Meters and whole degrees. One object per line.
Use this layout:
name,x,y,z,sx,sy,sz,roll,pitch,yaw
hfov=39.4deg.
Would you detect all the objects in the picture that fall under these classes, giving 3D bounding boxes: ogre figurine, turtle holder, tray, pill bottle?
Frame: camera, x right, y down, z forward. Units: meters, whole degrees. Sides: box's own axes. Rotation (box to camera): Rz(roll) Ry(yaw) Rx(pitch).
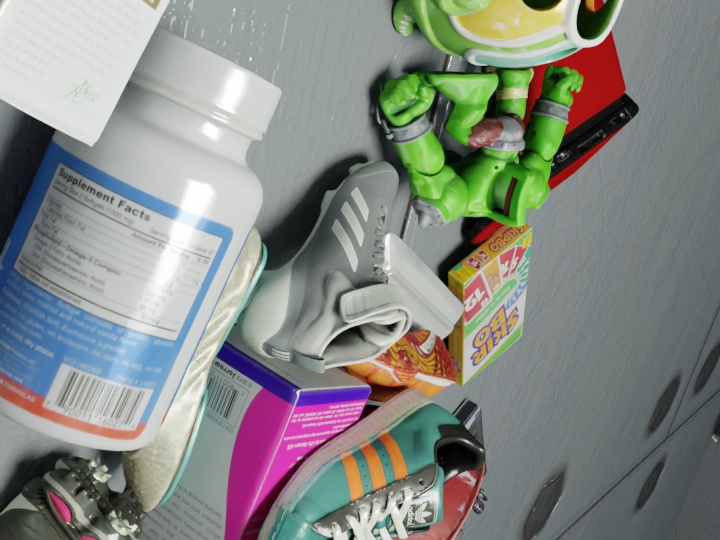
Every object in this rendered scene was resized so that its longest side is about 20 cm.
ogre figurine,0.097,-0.099,0.797,0.200,0.098,0.120,-22,117,-55
turtle holder,0.103,-0.212,0.690,0.141,0.132,0.185,-62,151,1
tray,0.023,0.041,0.844,0.107,0.022,0.200,-38,151,6
pill bottle,-0.118,-0.019,0.521,0.112,0.112,0.200,19,97,-60

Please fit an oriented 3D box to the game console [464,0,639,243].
game console,0.166,-0.145,0.963,0.200,0.119,0.172,-34,171,-40

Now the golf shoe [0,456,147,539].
golf shoe,-0.141,0.209,0.610,0.088,0.200,0.077,-41,175,0

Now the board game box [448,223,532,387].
board game box,0.129,0.042,1.025,0.095,0.030,0.200,-37,150,-22

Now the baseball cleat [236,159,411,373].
baseball cleat,0.000,0.000,0.700,0.200,0.106,0.070,-54,158,-38

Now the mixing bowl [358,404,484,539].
mixing bowl,-0.004,0.185,0.831,0.200,0.108,0.200,-46,-171,9

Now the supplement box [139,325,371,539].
supplement box,-0.090,0.150,0.714,0.103,0.101,0.200,9,107,-60

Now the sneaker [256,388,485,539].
sneaker,0.013,0.155,0.695,0.200,0.080,0.072,-35,142,-41

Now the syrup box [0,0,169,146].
syrup box,-0.117,-0.167,0.433,0.200,0.079,0.081,-62,150,-1

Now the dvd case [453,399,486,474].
dvd case,0.077,0.262,1.151,0.200,0.025,0.151,-45,147,-26

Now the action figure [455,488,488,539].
action figure,0.084,0.285,1.088,0.130,0.069,0.200,-66,156,-12

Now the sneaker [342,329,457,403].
sneaker,0.011,0.074,0.790,0.077,0.073,0.200,-31,149,15

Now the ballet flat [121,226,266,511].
ballet flat,-0.124,0.055,0.642,0.062,0.067,0.200,19,94,-32
